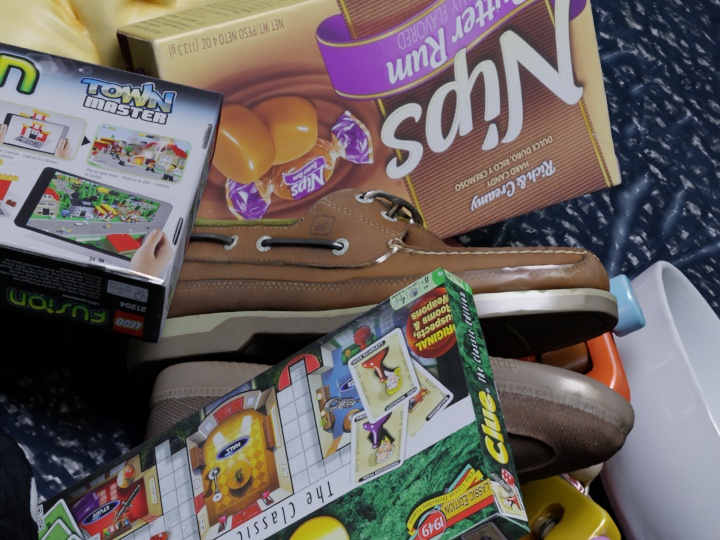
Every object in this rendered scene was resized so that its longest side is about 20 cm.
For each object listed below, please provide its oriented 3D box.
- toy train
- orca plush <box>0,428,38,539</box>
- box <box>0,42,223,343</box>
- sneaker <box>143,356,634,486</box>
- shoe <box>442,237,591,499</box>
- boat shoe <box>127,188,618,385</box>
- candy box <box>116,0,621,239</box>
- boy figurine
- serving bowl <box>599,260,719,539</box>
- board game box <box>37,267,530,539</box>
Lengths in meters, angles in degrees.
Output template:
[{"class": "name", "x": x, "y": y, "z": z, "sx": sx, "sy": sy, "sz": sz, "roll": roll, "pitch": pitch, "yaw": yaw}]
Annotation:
[{"class": "toy train", "x": 0.034, "y": 0.089, "z": 0.967, "sx": 0.056, "sy": 0.199, "sz": 0.151, "roll": 54, "pitch": 12, "yaw": -51}, {"class": "orca plush", "x": -0.155, "y": 0.120, "z": 0.835, "sx": 0.105, "sy": 0.071, "sz": 0.200, "roll": 36, "pitch": 48, "yaw": 2}, {"class": "box", "x": -0.160, "y": -0.043, "z": 0.946, "sx": 0.199, "sy": 0.035, "sz": 0.110, "roll": 13, "pitch": 45, "yaw": 0}, {"class": "sneaker", "x": 0.008, "y": 0.076, "z": 0.921, "sx": 0.070, "sy": 0.199, "sz": 0.076, "roll": 30, "pitch": 63, "yaw": -54}, {"class": "shoe", "x": 0.060, "y": 0.065, "z": 1.052, "sx": 0.200, "sy": 0.072, "sz": 0.091, "roll": 45, "pitch": 45, "yaw": 15}, {"class": "boat shoe", "x": 0.000, "y": 0.000, "z": 0.950, "sx": 0.072, "sy": 0.199, "sz": 0.068, "roll": 41, "pitch": 47, "yaw": -64}, {"class": "candy box", "x": 0.006, "y": -0.068, "z": 1.058, "sx": 0.199, "sy": 0.056, "sz": 0.117, "roll": -16, "pitch": 105, "yaw": -19}, {"class": "boy figurine", "x": -0.085, "y": -0.108, "z": 1.084, "sx": 0.199, "sy": 0.125, "sz": 0.065, "roll": -21, "pitch": 55, "yaw": -14}, {"class": "serving bowl", "x": 0.149, "y": 0.098, "z": 1.053, "sx": 0.201, "sy": 0.066, "sz": 0.200, "roll": 54, "pitch": 15, "yaw": -23}, {"class": "board game box", "x": -0.036, "y": 0.089, "z": 0.874, "sx": 0.023, "sy": 0.199, "sz": 0.105, "roll": 34, "pitch": 33, "yaw": -46}]
